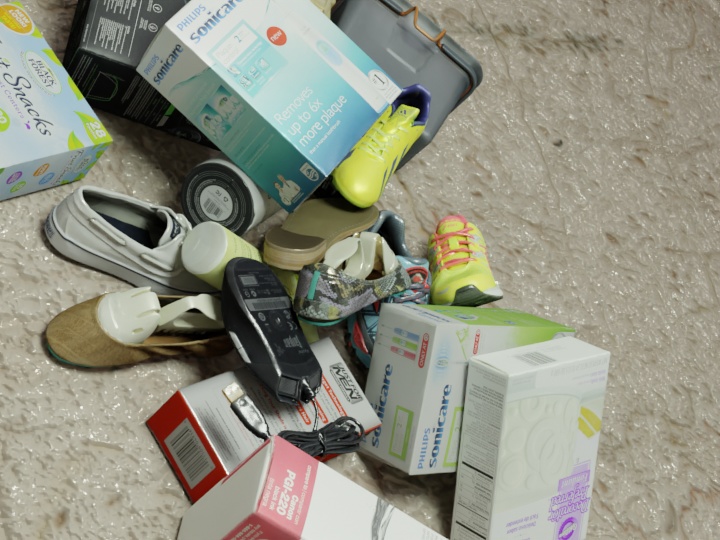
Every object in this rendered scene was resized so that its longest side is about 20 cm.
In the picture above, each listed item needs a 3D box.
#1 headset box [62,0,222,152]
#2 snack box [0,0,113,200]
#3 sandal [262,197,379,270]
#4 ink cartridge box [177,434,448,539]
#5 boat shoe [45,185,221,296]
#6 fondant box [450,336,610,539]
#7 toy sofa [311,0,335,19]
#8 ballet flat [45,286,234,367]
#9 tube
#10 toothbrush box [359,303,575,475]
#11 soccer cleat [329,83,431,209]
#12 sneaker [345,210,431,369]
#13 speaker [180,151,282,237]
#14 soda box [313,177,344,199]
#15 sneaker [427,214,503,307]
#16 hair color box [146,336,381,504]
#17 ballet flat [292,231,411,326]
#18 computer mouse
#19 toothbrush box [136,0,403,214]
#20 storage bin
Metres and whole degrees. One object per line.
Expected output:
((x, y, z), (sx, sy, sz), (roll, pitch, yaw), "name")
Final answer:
((-0.180, -0.233, 1.404), (0.199, 0.093, 0.175), (17, 61, -20), "headset box")
((-0.344, -0.145, 1.245), (0.169, 0.068, 0.200), (54, 36, 9), "snack box")
((-0.045, -0.016, 1.384), (0.077, 0.070, 0.212), (15, 19, 16), "sandal")
((-0.035, 0.243, 1.145), (0.199, 0.146, 0.085), (32, 39, -19), "ink cartridge box")
((-0.186, -0.024, 1.292), (0.199, 0.065, 0.074), (16, 48, -37), "boat shoe")
((0.162, 0.174, 1.356), (0.144, 0.201, 0.058), (-9, 22, -40), "fondant box")
((-0.131, -0.322, 1.592), (0.199, 0.083, 0.098), (28, 37, -24), "toy sofa")
((-0.176, 0.044, 1.240), (0.199, 0.072, 0.068), (4, 59, -42), "ballet flat")
((-0.093, 0.011, 1.336), (0.052, 0.058, 0.200), (22, -9, 35), "tube")
((0.104, 0.114, 1.383), (0.199, 0.086, 0.147), (5, 99, -41), "toothbrush box")
((0.024, -0.136, 1.472), (0.065, 0.084, 0.200), (41, 35, -8), "soccer cleat")
((0.031, 0.026, 1.438), (0.079, 0.095, 0.201), (5, 55, -41), "sneaker")
((-0.097, -0.095, 1.412), (0.081, 0.081, 0.200), (48, 31, 0), "speaker")
((-0.060, -0.157, 1.533), (0.200, 0.063, 0.071), (48, 38, 1), "soda box")
((0.100, -0.010, 1.494), (0.200, 0.078, 0.091), (-90, 165, -79), "sneaker")
((-0.082, 0.135, 1.262), (0.199, 0.061, 0.102), (-16, 69, -49), "hair color box")
((0.000, 0.000, 1.317), (0.072, 0.072, 0.200), (53, 24, 6), "ballet flat")
((-0.088, 0.085, 1.211), (0.140, 0.046, 0.201), (-12, 69, -58), "computer mouse")
((-0.084, -0.178, 1.323), (0.200, 0.085, 0.147), (43, 53, -4), "toothbrush box")
((0.029, -0.222, 1.628), (0.200, 0.145, 0.135), (37, 49, -14), "storage bin")
